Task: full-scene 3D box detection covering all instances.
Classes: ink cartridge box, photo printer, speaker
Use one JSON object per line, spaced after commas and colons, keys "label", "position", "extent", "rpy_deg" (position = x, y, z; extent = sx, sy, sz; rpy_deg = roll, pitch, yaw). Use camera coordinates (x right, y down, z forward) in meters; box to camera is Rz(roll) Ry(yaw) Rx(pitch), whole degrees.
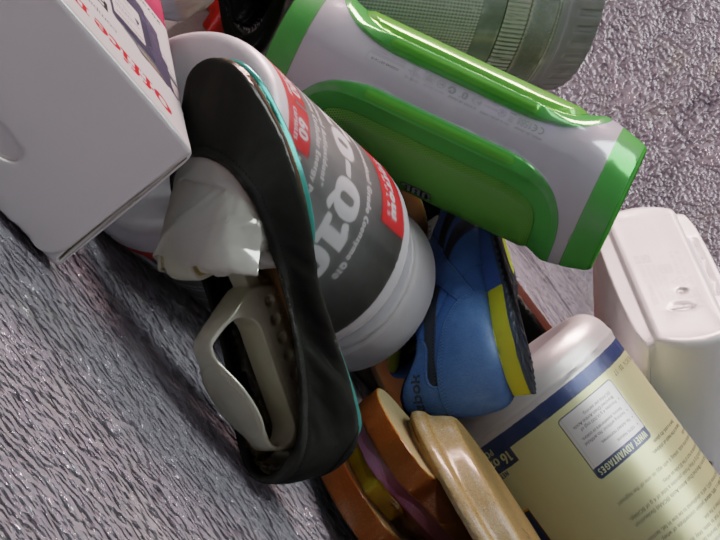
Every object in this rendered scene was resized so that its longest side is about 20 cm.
{"label": "ink cartridge box", "position": [-0.156, -0.115, 1.260], "extent": [0.145, 0.084, 0.200], "rpy_deg": [49, 10, -25]}
{"label": "photo printer", "position": [0.185, 0.086, 1.681], "extent": [0.167, 0.069, 0.200], "rpy_deg": [-104, -172, -59]}
{"label": "speaker", "position": [0.046, -0.075, 1.473], "extent": [0.200, 0.089, 0.088], "rpy_deg": [26, 7, 5]}

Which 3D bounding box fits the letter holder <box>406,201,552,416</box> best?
{"label": "letter holder", "position": [0.050, 0.022, 1.748], "extent": [0.200, 0.100, 0.142], "rpy_deg": [53, 7, 2]}

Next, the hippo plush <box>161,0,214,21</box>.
{"label": "hippo plush", "position": [-0.130, -0.182, 1.517], "extent": [0.159, 0.200, 0.161], "rpy_deg": [54, -14, 12]}

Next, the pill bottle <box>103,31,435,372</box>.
{"label": "pill bottle", "position": [-0.045, -0.028, 1.399], "extent": [0.200, 0.114, 0.114], "rpy_deg": [39, 16, -55]}

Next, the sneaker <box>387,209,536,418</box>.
{"label": "sneaker", "position": [0.046, 0.012, 1.514], "extent": [0.200, 0.078, 0.066], "rpy_deg": [-93, 163, -59]}

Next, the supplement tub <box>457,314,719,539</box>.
{"label": "supplement tub", "position": [0.130, 0.141, 1.548], "extent": [0.200, 0.145, 0.145], "rpy_deg": [53, 9, 0]}

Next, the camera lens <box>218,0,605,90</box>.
{"label": "camera lens", "position": [0.024, -0.183, 1.594], "extent": [0.199, 0.160, 0.160], "rpy_deg": [5, 31, -20]}

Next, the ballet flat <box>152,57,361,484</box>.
{"label": "ballet flat", "position": [-0.050, 0.006, 1.255], "extent": [0.068, 0.068, 0.200], "rpy_deg": [-31, 109, -43]}

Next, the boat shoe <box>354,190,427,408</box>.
{"label": "boat shoe", "position": [0.000, 0.000, 1.592], "extent": [0.070, 0.070, 0.200], "rpy_deg": [42, -23, 37]}

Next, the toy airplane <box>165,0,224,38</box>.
{"label": "toy airplane", "position": [-0.039, -0.179, 1.762], "extent": [0.141, 0.201, 0.199], "rpy_deg": [16, -14, -30]}

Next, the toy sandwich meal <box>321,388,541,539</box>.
{"label": "toy sandwich meal", "position": [0.056, 0.154, 1.394], "extent": [0.205, 0.070, 0.205], "rpy_deg": [58, 3, -5]}
